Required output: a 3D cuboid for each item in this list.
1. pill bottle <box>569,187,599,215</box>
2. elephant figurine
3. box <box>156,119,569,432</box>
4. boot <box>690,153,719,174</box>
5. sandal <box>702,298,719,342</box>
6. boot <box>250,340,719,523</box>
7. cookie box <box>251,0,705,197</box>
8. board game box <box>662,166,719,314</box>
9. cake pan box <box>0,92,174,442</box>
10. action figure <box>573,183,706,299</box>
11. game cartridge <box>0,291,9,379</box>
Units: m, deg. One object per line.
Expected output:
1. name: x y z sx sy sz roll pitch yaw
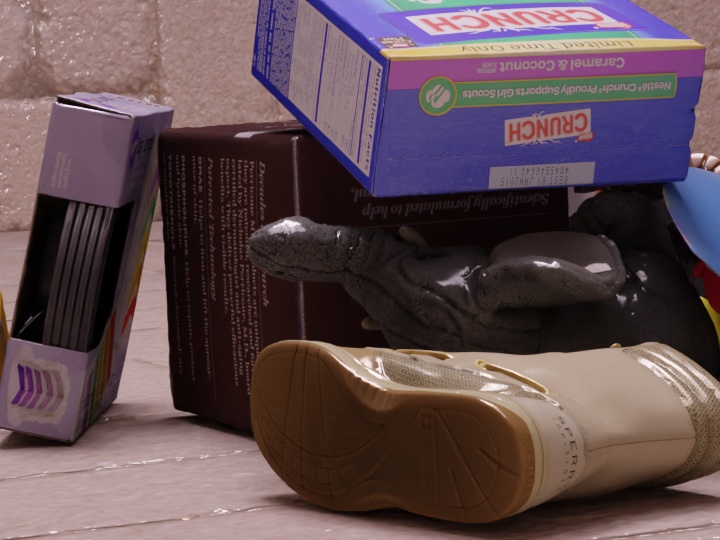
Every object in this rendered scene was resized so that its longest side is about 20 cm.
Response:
1. pill bottle: 0.122 -0.057 1.708 0.114 0.115 0.200 0 9 25
2. elephant figurine: 0.070 0.031 1.351 0.200 0.142 0.155 2 -15 -45
3. box: 0.000 0.000 1.528 0.165 0.165 0.200 -4 5 -25
4. boot: 0.169 0.011 1.844 0.200 0.075 0.107 -28 -33 3
5. sandal: 0.151 0.035 1.651 0.087 0.080 0.200 -11 0 -20
6. boot: 0.059 0.065 1.253 0.155 0.073 0.200 -6 8 -38
7. cookie box: 0.055 -0.106 1.410 0.171 0.076 0.200 -3 22 -20
8. board game box: 0.218 0.030 1.381 0.200 0.039 0.158 41 22 8
9. cake pan box: -0.155 -0.007 1.563 0.052 0.185 0.200 10 4 2
10. action figure: 0.195 0.001 1.485 0.069 0.200 0.130 -33 20 30
11. game cartridge: -0.292 0.045 1.613 0.176 0.033 0.200 -2 -12 -6
